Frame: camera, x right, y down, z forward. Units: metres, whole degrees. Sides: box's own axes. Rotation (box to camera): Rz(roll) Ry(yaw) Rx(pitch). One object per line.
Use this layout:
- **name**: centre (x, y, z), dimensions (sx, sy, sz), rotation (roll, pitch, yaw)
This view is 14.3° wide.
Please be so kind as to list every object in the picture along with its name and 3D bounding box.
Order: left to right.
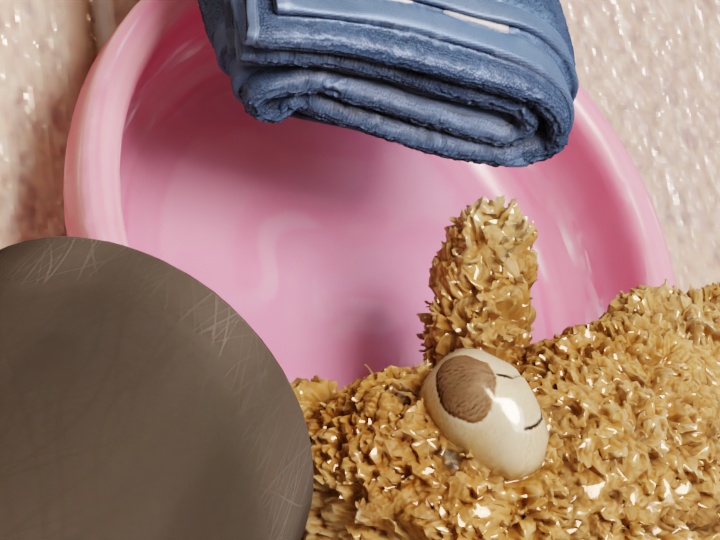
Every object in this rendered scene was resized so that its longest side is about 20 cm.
- **basket**: centre (-0.097, 0.088, 0.659), dimensions (0.200, 0.179, 0.137), rotation (-52, 141, -52)
- **towel**: centre (-0.001, -0.116, 0.842), dimensions (0.111, 0.049, 0.201), rotation (11, 40, -25)
- **plant saucer**: centre (0.000, 0.000, 0.839), dimensions (0.199, 0.051, 0.202), rotation (15, 58, -25)
- **teddy bear**: centre (0.071, 0.045, 0.783), dimensions (0.199, 0.067, 0.146), rotation (12, 56, -28)
